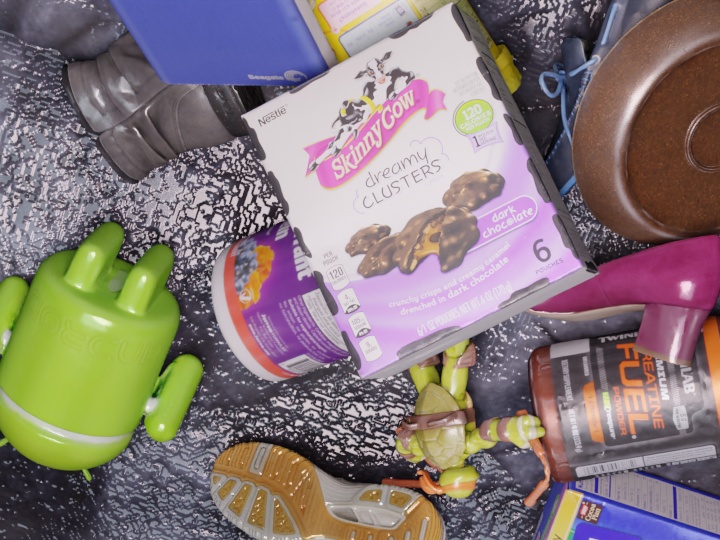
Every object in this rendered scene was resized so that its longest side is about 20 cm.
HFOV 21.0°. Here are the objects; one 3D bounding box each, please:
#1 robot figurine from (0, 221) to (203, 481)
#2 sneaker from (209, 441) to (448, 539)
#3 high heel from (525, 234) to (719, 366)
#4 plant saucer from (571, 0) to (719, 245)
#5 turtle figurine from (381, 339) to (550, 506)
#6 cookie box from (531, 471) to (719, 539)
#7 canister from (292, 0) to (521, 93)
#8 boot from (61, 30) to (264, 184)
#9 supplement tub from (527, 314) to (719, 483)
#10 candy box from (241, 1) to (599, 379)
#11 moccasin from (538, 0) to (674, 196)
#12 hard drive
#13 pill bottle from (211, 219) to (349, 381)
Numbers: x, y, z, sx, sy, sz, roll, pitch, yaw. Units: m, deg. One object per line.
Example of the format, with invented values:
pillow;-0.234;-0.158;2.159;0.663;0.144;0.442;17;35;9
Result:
robot figurine;-0.210;0.065;1.481;0.175;0.116;0.200;23;110;-1
sneaker;-0.024;0.195;1.529;0.200;0.088;0.076;17;76;22
high heel;0.172;-0.004;1.422;0.200;0.067;0.096;20;98;29
plant saucer;0.246;-0.100;1.369;0.200;0.034;0.201;-10;121;-17
turtle figurine;0.058;0.105;1.467;0.064;0.200;0.162;-8;87;-34
cookie box;0.228;0.256;1.521;0.200;0.075;0.171;18;111;1
canister;0.001;-0.181;1.388;0.148;0.087;0.200;-30;102;17
boot;-0.166;-0.167;1.424;0.131;0.070;0.200;-18;102;18
supplement tub;0.230;0.092;1.448;0.200;0.107;0.107;-11;108;10
candy box;0.039;-0.051;1.305;0.168;0.072;0.200;-28;80;13
moccasin;0.173;-0.151;1.394;0.068;0.080;0.200;29;96;1
hard drive;-0.106;-0.187;1.284;0.132;0.025;0.200;3;153;19
pill bottle;0.000;0.000;1.416;0.200;0.111;0.112;-22;106;27
